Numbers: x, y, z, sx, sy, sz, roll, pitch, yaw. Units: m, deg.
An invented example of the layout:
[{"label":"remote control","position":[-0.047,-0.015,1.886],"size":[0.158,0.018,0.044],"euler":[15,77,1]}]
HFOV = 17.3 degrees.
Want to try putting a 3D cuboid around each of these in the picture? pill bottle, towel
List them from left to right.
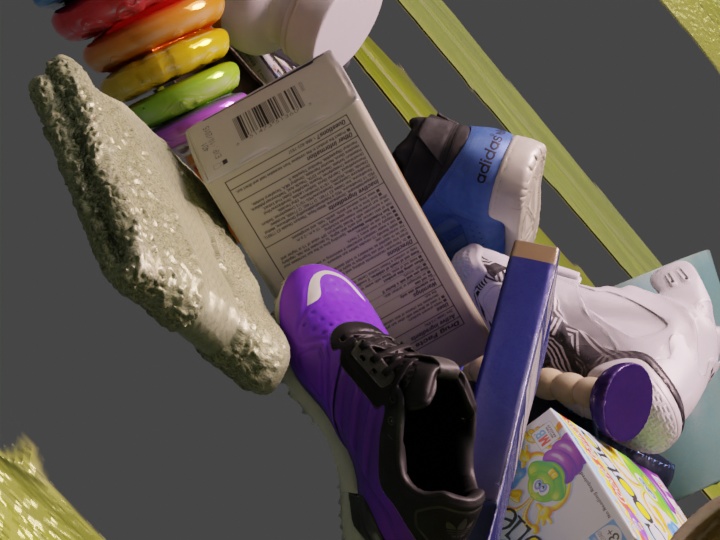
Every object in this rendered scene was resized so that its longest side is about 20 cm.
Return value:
[{"label":"towel","position":[-0.111,-0.028,1.308],"size":[0.148,0.036,0.200],"euler":[41,16,-41]},{"label":"pill bottle","position":[-0.086,-0.218,1.643],"size":[0.200,0.111,0.111],"euler":[33,5,20]}]

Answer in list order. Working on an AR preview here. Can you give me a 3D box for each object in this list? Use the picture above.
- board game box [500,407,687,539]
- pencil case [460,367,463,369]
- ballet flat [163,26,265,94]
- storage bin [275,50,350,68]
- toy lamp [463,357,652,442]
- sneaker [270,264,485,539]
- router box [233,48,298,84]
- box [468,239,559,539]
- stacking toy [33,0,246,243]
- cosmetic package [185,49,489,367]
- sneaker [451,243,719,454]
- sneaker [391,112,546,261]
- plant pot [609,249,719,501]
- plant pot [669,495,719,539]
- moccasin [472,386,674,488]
[{"label":"board game box","position":[0.142,0.177,1.500],"size":[0.105,0.103,0.200],"euler":[58,13,28]},{"label":"pencil case","position":[0.000,0.000,1.547],"size":[0.200,0.078,0.087],"euler":[54,11,12]},{"label":"ballet flat","position":[-0.098,-0.128,1.548],"size":[0.200,0.067,0.047],"euler":[-126,-148,-46]},{"label":"storage bin","position":[-0.085,-0.235,1.846],"size":[0.200,0.145,0.135],"euler":[-117,-169,-46]},{"label":"toy lamp","position":[0.102,0.069,1.568],"size":[0.199,0.058,0.058],"euler":[12,-20,44]},{"label":"sneaker","position":[0.019,0.066,1.274],"size":[0.069,0.100,0.201],"euler":[-1,55,-35]},{"label":"router box","position":[-0.025,-0.068,1.724],"size":[0.200,0.051,0.149],"euler":[55,10,13]},{"label":"box","position":[0.077,0.098,1.358],"size":[0.121,0.032,0.201],"euler":[90,13,-59]},{"label":"stacking toy","position":[-0.111,-0.110,1.451],"size":[0.116,0.109,0.201],"euler":[-100,166,-85]},{"label":"cosmetic package","position":[-0.011,-0.017,1.400],"size":[0.200,0.105,0.071],"euler":[61,2,-33]},{"label":"sneaker","position":[0.162,0.032,1.614],"size":[0.200,0.115,0.075],"euler":[38,-35,22]},{"label":"sneaker","position":[0.065,-0.041,1.673],"size":[0.111,0.077,0.200],"euler":[19,-26,10]},{"label":"plant pot","position":[0.201,0.098,1.773],"size":[0.162,0.200,0.201],"euler":[67,13,6]},{"label":"plant pot","position":[0.280,0.238,1.467],"size":[0.201,0.200,0.183],"euler":[56,4,19]},{"label":"moccasin","position":[0.134,0.089,1.652],"size":[0.199,0.068,0.080],"euler":[29,-1,2]}]
